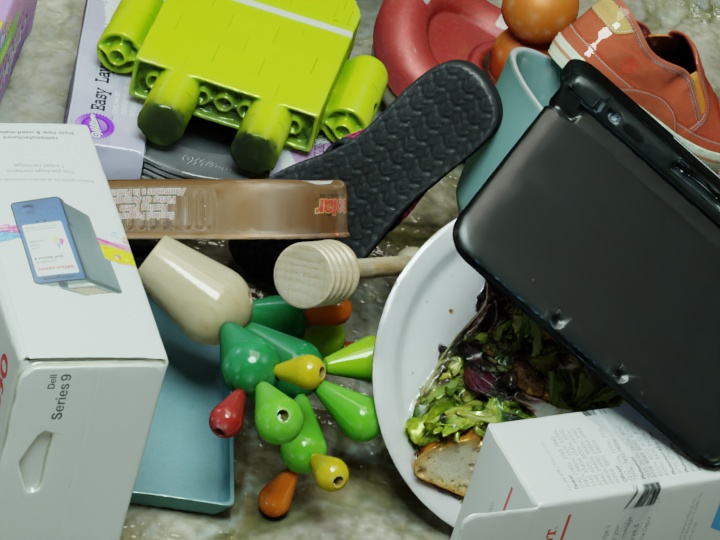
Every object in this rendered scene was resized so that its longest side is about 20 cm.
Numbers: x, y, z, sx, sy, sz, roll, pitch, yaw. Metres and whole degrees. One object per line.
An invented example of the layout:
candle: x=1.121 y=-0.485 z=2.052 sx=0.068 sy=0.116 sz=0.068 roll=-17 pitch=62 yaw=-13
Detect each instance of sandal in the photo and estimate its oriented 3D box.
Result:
sandal: x=0.007 y=-0.055 z=1.770 sx=0.075 sy=0.200 sz=0.045 roll=55 pitch=19 yaw=1

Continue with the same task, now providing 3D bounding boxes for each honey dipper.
honey dipper: x=0.000 y=0.000 z=1.711 sx=0.038 sy=0.038 sz=0.200 roll=29 pitch=10 yaw=16

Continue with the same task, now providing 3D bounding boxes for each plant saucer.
plant saucer: x=-0.108 y=0.066 z=1.693 sx=0.069 sy=0.019 sz=0.201 roll=8 pitch=39 yaw=-9

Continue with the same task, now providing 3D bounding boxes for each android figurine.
android figurine: x=-0.072 y=-0.138 z=1.851 sx=0.181 sy=0.041 sz=0.201 roll=16 pitch=40 yaw=1

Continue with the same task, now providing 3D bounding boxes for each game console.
game console: x=0.159 y=-0.008 z=1.638 sx=0.200 sy=0.117 sz=0.176 roll=41 pitch=9 yaw=-4

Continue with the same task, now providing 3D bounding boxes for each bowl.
bowl: x=0.136 y=-0.032 z=1.790 sx=0.200 sy=0.105 sz=0.201 roll=36 pitch=18 yaw=-13

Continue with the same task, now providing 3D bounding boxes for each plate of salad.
plate of salad: x=0.103 y=0.058 z=1.658 sx=0.199 sy=0.202 sz=0.048 roll=-1 pitch=-1 yaw=-19

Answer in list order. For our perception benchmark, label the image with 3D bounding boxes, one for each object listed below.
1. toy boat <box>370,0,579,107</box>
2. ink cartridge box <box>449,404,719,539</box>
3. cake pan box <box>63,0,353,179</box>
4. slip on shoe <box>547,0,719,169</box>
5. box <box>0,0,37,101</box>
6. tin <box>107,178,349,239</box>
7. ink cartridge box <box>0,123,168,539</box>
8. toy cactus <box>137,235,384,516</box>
toy boat: x=0.107 y=-0.144 z=1.924 sx=0.199 sy=0.131 sz=0.131 roll=23 pitch=39 yaw=8
ink cartridge box: x=0.120 y=0.139 z=1.604 sx=0.199 sy=0.117 sz=0.068 roll=-6 pitch=43 yaw=-25
cake pan box: x=-0.098 y=-0.105 z=1.875 sx=0.183 sy=0.053 sz=0.201 roll=9 pitch=40 yaw=-4
slip on shoe: x=0.199 y=-0.118 z=1.864 sx=0.200 sy=0.061 sz=0.074 roll=27 pitch=19 yaw=-45
box: x=-0.315 y=-0.167 z=1.837 sx=0.199 sy=0.097 sz=0.176 roll=15 pitch=39 yaw=-2
tin: x=-0.100 y=-0.036 z=1.718 sx=0.199 sy=0.042 sz=0.112 roll=1 pitch=6 yaw=28
ink cartridge box: x=-0.180 y=0.036 z=1.603 sx=0.087 sy=0.146 sz=0.201 roll=0 pitch=40 yaw=-20
toy cactus: x=-0.059 y=0.047 z=1.658 sx=0.165 sy=0.102 sz=0.200 roll=38 pitch=26 yaw=-2
